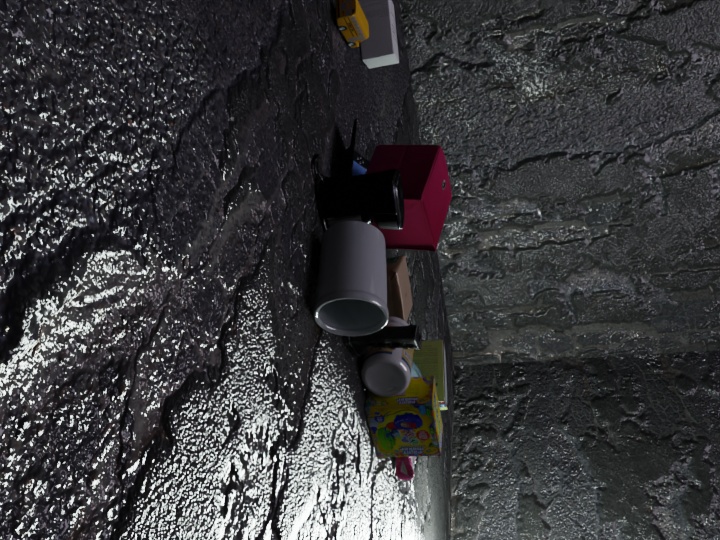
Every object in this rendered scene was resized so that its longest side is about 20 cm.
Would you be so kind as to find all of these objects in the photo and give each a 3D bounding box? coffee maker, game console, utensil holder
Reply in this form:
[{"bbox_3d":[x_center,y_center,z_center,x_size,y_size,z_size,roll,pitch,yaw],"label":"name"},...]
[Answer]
[{"bbox_3d":[0.000,-0.179,1.422,0.194,0.194,0.138,69,20,-48],"label":"coffee maker"},{"bbox_3d":[0.009,-0.277,1.652,0.174,0.115,0.205,30,49,-31],"label":"game console"},{"bbox_3d":[-0.020,0.018,1.348,0.171,0.164,0.205,64,21,-54],"label":"utensil holder"}]

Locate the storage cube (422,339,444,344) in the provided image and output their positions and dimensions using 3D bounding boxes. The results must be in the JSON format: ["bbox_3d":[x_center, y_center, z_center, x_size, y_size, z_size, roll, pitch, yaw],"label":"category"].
[{"bbox_3d":[0.224,0.359,2.224,0.179,0.165,0.207,22,64,-73],"label":"storage cube"}]

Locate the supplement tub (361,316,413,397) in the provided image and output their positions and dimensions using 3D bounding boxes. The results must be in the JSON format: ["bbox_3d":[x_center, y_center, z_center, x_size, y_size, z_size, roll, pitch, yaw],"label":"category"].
[{"bbox_3d":[0.082,0.244,1.723,0.202,0.140,0.148,-74,154,-56],"label":"supplement tub"}]

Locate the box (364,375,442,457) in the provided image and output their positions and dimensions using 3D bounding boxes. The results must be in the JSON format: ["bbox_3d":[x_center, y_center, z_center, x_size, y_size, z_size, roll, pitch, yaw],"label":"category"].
[{"bbox_3d":[0.131,0.427,1.743,0.123,0.194,0.197,-72,152,-58],"label":"box"}]

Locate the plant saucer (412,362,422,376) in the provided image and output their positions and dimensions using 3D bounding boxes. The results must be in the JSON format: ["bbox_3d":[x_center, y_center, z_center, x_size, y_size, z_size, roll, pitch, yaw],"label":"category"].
[{"bbox_3d":[0.134,0.361,1.872,0.195,0.036,0.206,13,67,-32],"label":"plant saucer"}]

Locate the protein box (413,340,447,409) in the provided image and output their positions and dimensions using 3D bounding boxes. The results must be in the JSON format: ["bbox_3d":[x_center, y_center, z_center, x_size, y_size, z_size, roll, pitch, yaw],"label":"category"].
[{"bbox_3d":[0.194,0.360,2.030,0.136,0.192,0.206,62,26,-62],"label":"protein box"}]

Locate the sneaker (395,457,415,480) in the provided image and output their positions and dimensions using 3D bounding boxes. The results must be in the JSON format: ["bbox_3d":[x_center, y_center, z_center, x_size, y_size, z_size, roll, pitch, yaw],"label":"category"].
[{"bbox_3d":[0.147,0.600,2.019,0.089,0.079,0.206,-65,155,-67],"label":"sneaker"}]

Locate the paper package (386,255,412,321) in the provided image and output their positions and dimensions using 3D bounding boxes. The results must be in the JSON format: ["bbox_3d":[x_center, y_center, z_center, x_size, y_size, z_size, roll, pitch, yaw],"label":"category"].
[{"bbox_3d":[0.102,0.069,1.961,0.200,0.100,0.197,-55,138,-69],"label":"paper package"}]

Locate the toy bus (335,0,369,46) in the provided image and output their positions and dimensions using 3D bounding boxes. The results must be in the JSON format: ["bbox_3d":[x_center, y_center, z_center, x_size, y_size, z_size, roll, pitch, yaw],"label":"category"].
[{"bbox_3d":[-0.025,-0.740,1.783,0.200,0.076,0.067,16,69,-75],"label":"toy bus"}]

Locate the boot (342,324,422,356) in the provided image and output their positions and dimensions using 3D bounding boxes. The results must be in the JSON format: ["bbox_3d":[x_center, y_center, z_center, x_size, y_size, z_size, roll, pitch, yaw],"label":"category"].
[{"bbox_3d":[0.068,0.183,1.569,0.165,0.194,0.068,44,42,-69],"label":"boot"}]

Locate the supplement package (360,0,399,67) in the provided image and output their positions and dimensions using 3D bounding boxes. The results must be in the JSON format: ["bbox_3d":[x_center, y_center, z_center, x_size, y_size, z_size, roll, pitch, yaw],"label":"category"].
[{"bbox_3d":[0.062,-0.833,2.089,0.120,0.117,0.207,-16,101,-76],"label":"supplement package"}]

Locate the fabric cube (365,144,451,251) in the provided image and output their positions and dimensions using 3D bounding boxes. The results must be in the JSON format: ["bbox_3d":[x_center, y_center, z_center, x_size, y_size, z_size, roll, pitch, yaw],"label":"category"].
[{"bbox_3d":[0.123,-0.196,1.614,0.199,0.194,0.203,67,36,-46],"label":"fabric cube"}]
